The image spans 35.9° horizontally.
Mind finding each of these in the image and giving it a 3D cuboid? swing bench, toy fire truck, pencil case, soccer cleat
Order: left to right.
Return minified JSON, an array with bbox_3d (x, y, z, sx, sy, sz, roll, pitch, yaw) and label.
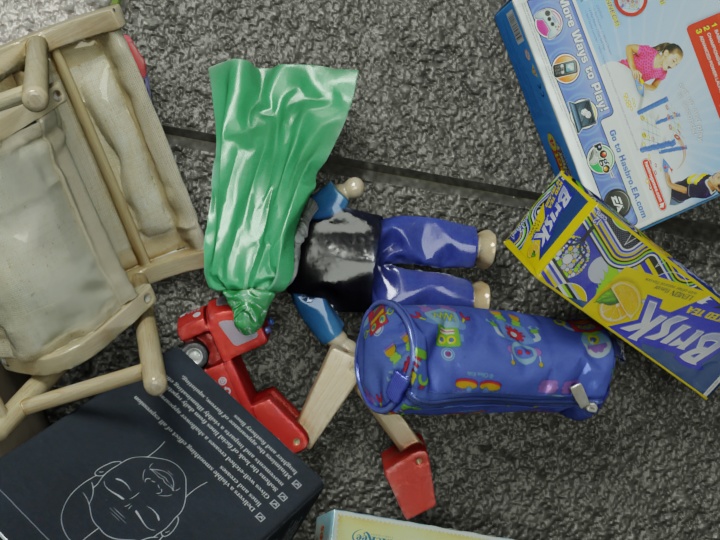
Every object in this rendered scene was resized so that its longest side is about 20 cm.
[{"bbox_3d":[-0.248,-0.115,0.802,0.197,0.067,0.078,-21,97,-10],"label":"soccer cleat"},{"bbox_3d":[-0.196,-0.038,0.722,0.128,0.201,0.201,-15,114,10],"label":"swing bench"},{"bbox_3d":[-0.038,0.101,0.823,0.139,0.049,0.203,-22,98,2],"label":"toy fire truck"},{"bbox_3d":[0.095,0.070,0.811,0.197,0.087,0.079,6,122,-26],"label":"pencil case"}]

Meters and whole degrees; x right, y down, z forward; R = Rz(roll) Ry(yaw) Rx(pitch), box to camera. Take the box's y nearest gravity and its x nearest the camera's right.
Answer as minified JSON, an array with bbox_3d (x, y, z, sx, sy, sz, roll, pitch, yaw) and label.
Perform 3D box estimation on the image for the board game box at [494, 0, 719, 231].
[{"bbox_3d":[0.232,-0.148,0.871,0.193,0.056,0.203,-22,93,-8],"label":"board game box"}]

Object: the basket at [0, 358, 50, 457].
[{"bbox_3d":[-0.300,0.068,0.760,0.178,0.136,0.202,-26,98,11],"label":"basket"}]

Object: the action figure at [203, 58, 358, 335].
[{"bbox_3d":[-0.069,-0.051,0.799,0.116,0.055,0.203,2,69,17],"label":"action figure"}]

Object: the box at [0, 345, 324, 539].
[{"bbox_3d":[-0.147,0.169,0.721,0.148,0.199,0.108,40,128,14],"label":"box"}]

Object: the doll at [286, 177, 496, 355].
[{"bbox_3d":[0.000,0.000,0.841,0.197,0.048,0.139,6,95,-8],"label":"doll"}]

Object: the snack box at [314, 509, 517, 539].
[{"bbox_3d":[0.059,0.251,0.814,0.197,0.037,0.118,14,63,-20],"label":"snack box"}]

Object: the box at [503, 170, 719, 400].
[{"bbox_3d":[0.204,0.014,0.822,0.199,0.064,0.070,32,104,-29],"label":"box"}]
